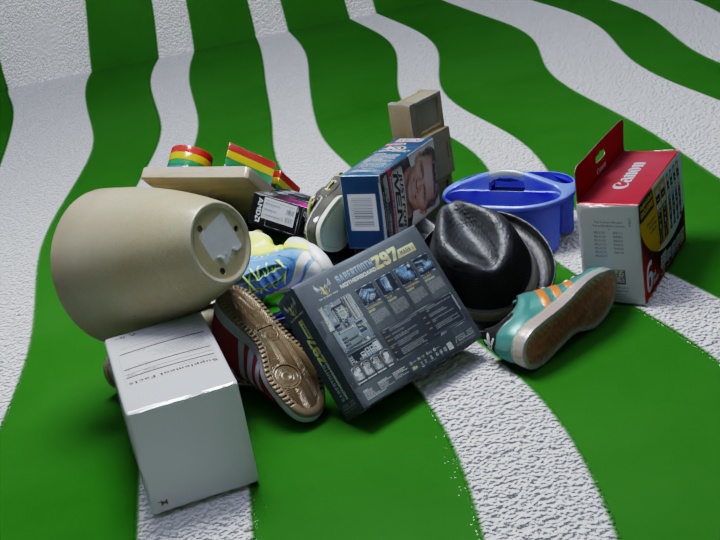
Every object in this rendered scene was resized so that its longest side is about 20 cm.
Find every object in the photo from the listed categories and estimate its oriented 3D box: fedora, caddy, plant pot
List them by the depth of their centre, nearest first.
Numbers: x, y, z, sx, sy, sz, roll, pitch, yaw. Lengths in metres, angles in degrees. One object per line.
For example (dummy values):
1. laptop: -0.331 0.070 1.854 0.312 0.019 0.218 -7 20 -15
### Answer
1. plant pot: -0.225 -0.019 1.375 0.198 0.190 0.187 -10 17 42
2. fedora: 0.147 -0.023 1.485 0.197 0.092 0.203 -10 49 11
3. caddy: 0.214 -0.095 1.695 0.197 0.106 0.141 3 27 29

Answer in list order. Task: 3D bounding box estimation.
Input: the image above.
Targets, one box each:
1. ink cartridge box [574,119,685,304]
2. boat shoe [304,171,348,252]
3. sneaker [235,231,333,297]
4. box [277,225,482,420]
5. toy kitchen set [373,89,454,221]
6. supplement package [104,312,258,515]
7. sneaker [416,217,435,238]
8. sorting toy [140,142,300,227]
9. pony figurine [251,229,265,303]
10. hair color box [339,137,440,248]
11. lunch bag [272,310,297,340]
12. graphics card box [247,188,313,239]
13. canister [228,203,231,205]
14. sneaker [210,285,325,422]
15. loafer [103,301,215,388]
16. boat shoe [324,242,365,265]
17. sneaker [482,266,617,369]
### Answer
1. ink cartridge box: 0.346 -0.080 1.513 0.083 0.178 0.200 3 26 29
2. boat shoe: -0.036 -0.079 1.585 0.060 0.073 0.201 9 24 18
3. sneaker: -0.113 0.013 1.473 0.105 0.076 0.199 -43 29 -24
4. box: 0.025 0.056 1.365 0.199 0.159 0.051 -28 -8 -36
5. toy kitchen set: 0.023 -0.154 1.796 0.179 0.203 0.162 10 29 40
6. supplement package: -0.196 0.149 1.283 0.118 0.123 0.200 -15 23 -13
7. sneaker: 0.132 -0.025 1.647 0.081 0.078 0.199 6 7 -43
8. sorting toy: -0.206 -0.137 1.873 0.197 0.071 0.199 3 -19 27
9. pony figurine: -0.187 -0.011 1.655 0.191 0.169 0.199 16 18 34
10. hair color box: 0.044 -0.108 1.606 0.060 0.102 0.200 1 21 24
11. lunch bag: -0.039 0.062 1.494 0.150 0.095 0.199 -28 15 -38
12. graphics card box: -0.048 -0.068 1.711 0.197 0.052 0.125 16 12 18
13. canister: -0.306 -0.052 1.855 0.197 0.088 0.149 1 24 22
14. sneaker: -0.116 0.124 1.395 0.071 0.113 0.200 -14 52 -37
15. loafer: -0.223 0.097 1.490 0.199 0.077 0.068 -32 30 -22
16. boat shoe: 0.000 0.000 1.592 0.197 0.086 0.069 -5 -5 9
17. sneaker: 0.225 0.044 1.409 0.199 0.072 0.079 -30 34 -36
